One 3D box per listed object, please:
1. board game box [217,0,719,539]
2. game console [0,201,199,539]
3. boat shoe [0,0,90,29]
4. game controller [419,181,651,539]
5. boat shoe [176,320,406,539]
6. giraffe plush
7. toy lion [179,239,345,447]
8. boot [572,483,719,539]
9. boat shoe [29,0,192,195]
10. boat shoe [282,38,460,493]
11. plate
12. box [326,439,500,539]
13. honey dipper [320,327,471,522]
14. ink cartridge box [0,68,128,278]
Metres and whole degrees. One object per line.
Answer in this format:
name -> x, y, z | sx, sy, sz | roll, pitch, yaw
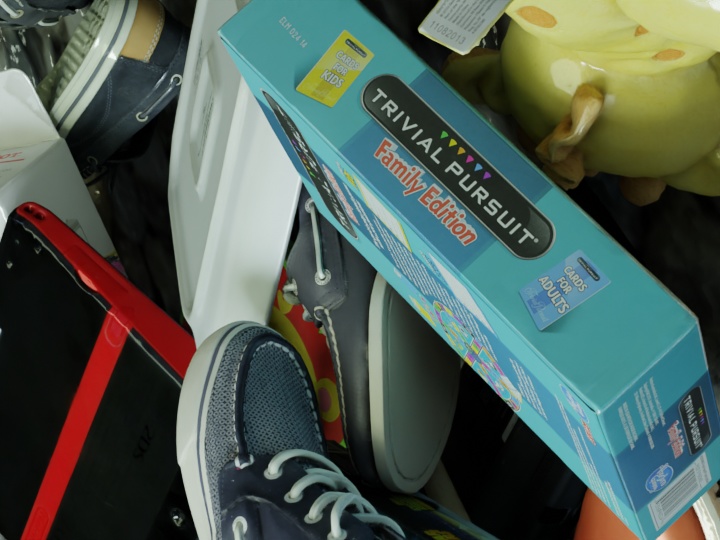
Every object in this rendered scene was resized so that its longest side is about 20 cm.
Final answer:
board game box -> 0.044, -0.005, 0.745 | 0.200, 0.047, 0.151 | 46, 174, 26
game console -> -0.133, 0.086, 1.029 | 0.177, 0.031, 0.201 | 43, 133, 18
boat shoe -> -0.173, -0.159, 1.065 | 0.072, 0.067, 0.200 | 54, 177, -10
game controller -> 0.071, 0.055, 0.886 | 0.201, 0.042, 0.105 | 114, 145, -42
boat shoe -> -0.016, 0.100, 0.802 | 0.092, 0.074, 0.202 | -31, 56, 40
giraffe plush -> 0.102, -0.095, 0.699 | 0.173, 0.199, 0.163 | 51, 168, 25
toy lion -> -0.033, 0.092, 1.028 | 0.200, 0.068, 0.193 | 49, 130, 32
boot -> 0.092, 0.162, 0.828 | 0.075, 0.107, 0.202 | 31, 125, 47
boat shoe -> -0.143, -0.079, 1.099 | 0.200, 0.062, 0.075 | -45, 32, 50
boat shoe -> 0.000, 0.000, 0.885 | 0.062, 0.073, 0.202 | -11, 69, 26
plate -> -0.058, -0.067, 0.942 | 0.201, 0.032, 0.201 | -105, 24, -56
box -> 0.003, 0.160, 0.856 | 0.200, 0.040, 0.138 | 21, 104, 63
honey dipper -> 0.024, 0.075, 0.898 | 0.201, 0.038, 0.038 | 65, 146, 38
ink cartridge box -> -0.191, 0.002, 1.083 | 0.116, 0.068, 0.201 | -7, 116, 34
